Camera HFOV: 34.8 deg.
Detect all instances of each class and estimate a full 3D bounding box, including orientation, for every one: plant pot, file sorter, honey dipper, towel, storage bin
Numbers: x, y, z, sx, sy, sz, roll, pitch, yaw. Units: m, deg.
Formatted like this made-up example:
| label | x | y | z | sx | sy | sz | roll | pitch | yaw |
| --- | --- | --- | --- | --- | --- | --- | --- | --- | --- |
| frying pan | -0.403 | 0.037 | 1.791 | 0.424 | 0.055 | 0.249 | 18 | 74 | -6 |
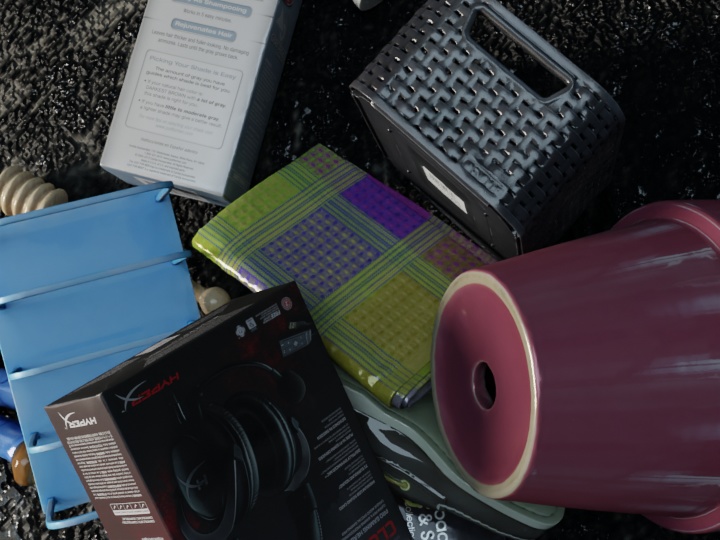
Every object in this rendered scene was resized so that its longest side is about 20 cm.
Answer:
| label | x | y | z | sx | sy | sz | roll | pitch | yaw |
| --- | --- | --- | --- | --- | --- | --- | --- | --- | --- |
| plant pot | 0.147 | 0.059 | 0.671 | 0.178 | 0.200 | 0.202 | -3 | 79 | -23 |
| file sorter | -0.165 | 0.051 | 0.757 | 0.138 | 0.123 | 0.201 | -15 | 91 | -15 |
| honey dipper | -0.182 | -0.020 | 0.855 | 0.199 | 0.038 | 0.038 | 27 | 86 | 9 |
| towel | 0.000 | 0.000 | 0.776 | 0.200 | 0.023 | 0.143 | 36 | 54 | 22 |
| storage bin | 0.083 | -0.083 | 0.733 | 0.135 | 0.200 | 0.094 | 43 | 90 | 13 |

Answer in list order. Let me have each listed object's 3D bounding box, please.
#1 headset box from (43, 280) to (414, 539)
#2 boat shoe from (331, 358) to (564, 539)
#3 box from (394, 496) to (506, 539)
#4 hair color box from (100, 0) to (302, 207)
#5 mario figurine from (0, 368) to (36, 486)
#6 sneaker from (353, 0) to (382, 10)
| label | x | y | z | sx | sy | sz | roll | pitch | yaw |
| --- | --- | --- | --- | --- | --- | --- | --- | --- | --- |
| headset box | -0.068 | 0.130 | 0.673 | 0.148 | 0.077 | 0.201 | -30 | 98 | -40 |
| boat shoe | 0.036 | 0.115 | 0.745 | 0.201 | 0.072 | 0.061 | 33 | 120 | 12 |
| box | 0.001 | 0.197 | 0.768 | 0.198 | 0.036 | 0.144 | -7 | 74 | -2 |
| hair color box | -0.112 | -0.155 | 0.849 | 0.098 | 0.061 | 0.201 | 14 | 85 | 11 |
| mario figurine | -0.316 | 0.093 | 0.819 | 0.199 | 0.106 | 0.124 | 13 | 55 | 5 |
| sneaker | 0.034 | -0.302 | 0.841 | 0.200 | 0.074 | 0.116 | -43 | 80 | 2 |
